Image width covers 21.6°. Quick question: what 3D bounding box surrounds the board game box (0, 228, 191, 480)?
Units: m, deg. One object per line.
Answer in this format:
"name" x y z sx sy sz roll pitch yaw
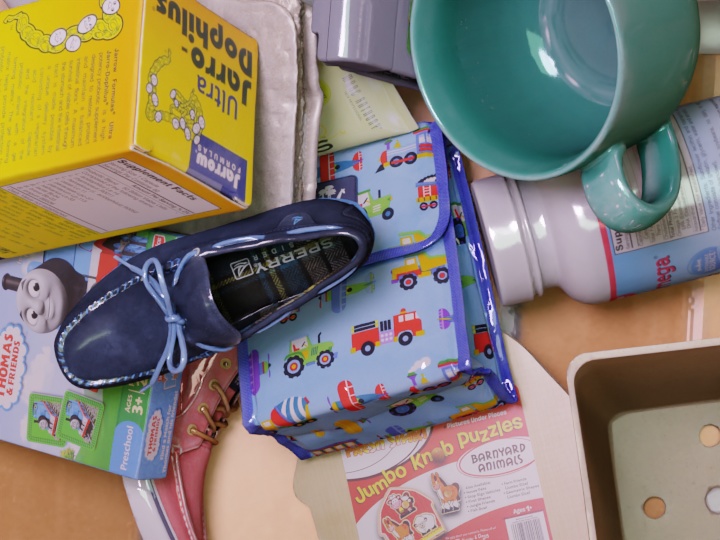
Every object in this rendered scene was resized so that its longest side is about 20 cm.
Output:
"board game box" -0.200 0.035 1.185 0.200 0.037 0.151 12 95 29

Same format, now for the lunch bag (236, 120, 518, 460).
"lunch bag" 0.000 0.000 1.194 0.151 0.094 0.200 -17 66 18

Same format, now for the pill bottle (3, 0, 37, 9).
"pill bottle" -0.149 -0.238 1.208 0.200 0.112 0.112 -33 86 0

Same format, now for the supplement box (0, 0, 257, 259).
"supplement box" -0.172 -0.084 1.092 0.200 0.109 0.110 -10 69 30

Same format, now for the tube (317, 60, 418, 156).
"tube" -0.069 -0.088 1.195 0.200 0.058 0.052 -17 80 19

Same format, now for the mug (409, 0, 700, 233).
"mug" 0.123 -0.124 1.112 0.152 0.114 0.185 10 112 39

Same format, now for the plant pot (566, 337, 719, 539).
"plant pot" 0.228 0.140 1.137 0.200 0.177 0.200 -7 86 1

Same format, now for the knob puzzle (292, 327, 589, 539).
"knob puzzle" 0.052 0.116 1.213 0.220 0.030 0.220 -2 84 19

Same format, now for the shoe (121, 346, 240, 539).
"shoe" -0.108 0.089 1.206 0.091 0.071 0.200 -15 81 7

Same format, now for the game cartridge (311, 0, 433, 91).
"game cartridge" 0.048 -0.176 1.166 0.040 0.200 0.133 -3 83 39

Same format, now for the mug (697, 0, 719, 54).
"mug" 0.246 -0.247 1.201 0.177 0.133 0.200 5 81 -27

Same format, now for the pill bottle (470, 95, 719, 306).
"pill bottle" 0.176 -0.041 1.186 0.200 0.109 0.109 -15 86 2

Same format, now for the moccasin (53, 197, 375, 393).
"moccasin" -0.088 0.009 1.087 0.200 0.068 0.080 -30 102 1

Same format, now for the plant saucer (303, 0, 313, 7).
"plant saucer" -0.034 -0.181 1.180 0.200 0.050 0.200 -7 118 -13

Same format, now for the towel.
"towel" -0.089 -0.081 1.150 0.133 0.034 0.200 12 107 27
